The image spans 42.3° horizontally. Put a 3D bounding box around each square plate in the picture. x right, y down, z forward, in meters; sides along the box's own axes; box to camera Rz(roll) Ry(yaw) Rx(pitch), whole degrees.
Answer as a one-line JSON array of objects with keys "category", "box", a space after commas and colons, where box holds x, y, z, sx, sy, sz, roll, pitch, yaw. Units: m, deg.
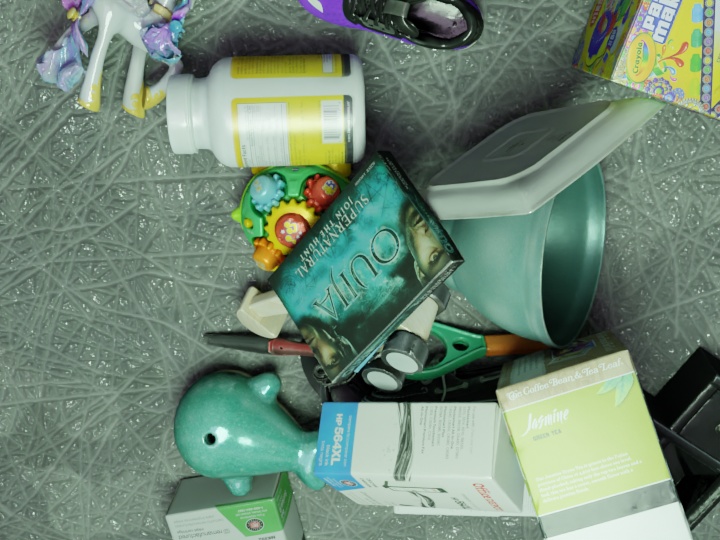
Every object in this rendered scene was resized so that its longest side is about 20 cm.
[{"category": "square plate", "box": [0.156, -0.110, 0.888, 0.199, 0.198, 0.029, -37, 109, -25]}]

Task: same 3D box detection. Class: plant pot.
[{"category": "plant pot", "box": [0.164, -0.028, 0.978, 0.133, 0.200, 0.202, 8, 114, 30]}]

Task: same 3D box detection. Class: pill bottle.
[{"category": "pill bottle", "box": [-0.095, -0.165, 0.965, 0.198, 0.112, 0.113, -2, 111, -2]}]

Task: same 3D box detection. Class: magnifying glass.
[{"category": "magnifying glass", "box": [0.124, 0.088, 1.081, 0.198, 0.080, 0.023, -2, 135, -6]}]

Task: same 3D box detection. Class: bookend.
[{"category": "bookend", "box": [0.350, 0.167, 1.074, 0.198, 0.092, 0.201, 33, 109, -7]}]

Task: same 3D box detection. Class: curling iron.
[{"category": "curling iron", "box": [-0.098, 0.098, 1.096, 0.198, 0.050, 0.026, 12, 153, 19]}]

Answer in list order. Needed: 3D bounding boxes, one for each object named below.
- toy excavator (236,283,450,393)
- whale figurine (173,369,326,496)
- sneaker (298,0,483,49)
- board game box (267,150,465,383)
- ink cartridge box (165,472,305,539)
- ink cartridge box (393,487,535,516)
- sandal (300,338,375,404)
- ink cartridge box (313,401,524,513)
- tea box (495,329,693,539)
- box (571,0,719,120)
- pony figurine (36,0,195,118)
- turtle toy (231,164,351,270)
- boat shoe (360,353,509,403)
[{"category": "toy excavator", "box": [-0.027, 0.048, 1.031, 0.199, 0.100, 0.195, 29, 149, -5]}, {"category": "whale figurine", "box": [-0.129, 0.200, 1.105, 0.198, 0.104, 0.161, 20, 98, 9]}, {"category": "sneaker", "box": [0.030, -0.268, 0.931, 0.198, 0.100, 0.070, 13, 110, 0]}, {"category": "board game box", "box": [0.000, 0.000, 0.921, 0.200, 0.028, 0.136, -48, 67, 33]}, {"category": "ink cartridge box", "box": [-0.147, 0.364, 1.197, 0.144, 0.084, 0.202, -11, 109, 8]}, {"category": "ink cartridge box", "box": [0.139, 0.242, 1.145, 0.198, 0.050, 0.110, 1, 110, 4]}, {"category": "sandal", "box": [-0.011, 0.162, 1.130, 0.075, 0.043, 0.201, -21, 107, 13]}, {"category": "ink cartridge box", "box": [0.069, 0.204, 1.016, 0.198, 0.085, 0.146, -3, 152, 23]}, {"category": "tea box", "box": [0.231, 0.178, 0.944, 0.132, 0.200, 0.199, -18, 88, 11]}, {"category": "box", "box": [0.323, -0.211, 0.870, 0.191, 0.200, 0.123, 19, 106, -2]}, {"category": "pony figurine", "box": [-0.247, -0.266, 0.947, 0.192, 0.167, 0.201, 19, 112, -37]}, {"category": "turtle toy", "box": [-0.045, -0.057, 1.018, 0.198, 0.101, 0.147, 1, 111, 5]}, {"category": "boat shoe", "box": [0.097, 0.137, 1.095, 0.197, 0.074, 0.069, -3, 100, 1]}]
